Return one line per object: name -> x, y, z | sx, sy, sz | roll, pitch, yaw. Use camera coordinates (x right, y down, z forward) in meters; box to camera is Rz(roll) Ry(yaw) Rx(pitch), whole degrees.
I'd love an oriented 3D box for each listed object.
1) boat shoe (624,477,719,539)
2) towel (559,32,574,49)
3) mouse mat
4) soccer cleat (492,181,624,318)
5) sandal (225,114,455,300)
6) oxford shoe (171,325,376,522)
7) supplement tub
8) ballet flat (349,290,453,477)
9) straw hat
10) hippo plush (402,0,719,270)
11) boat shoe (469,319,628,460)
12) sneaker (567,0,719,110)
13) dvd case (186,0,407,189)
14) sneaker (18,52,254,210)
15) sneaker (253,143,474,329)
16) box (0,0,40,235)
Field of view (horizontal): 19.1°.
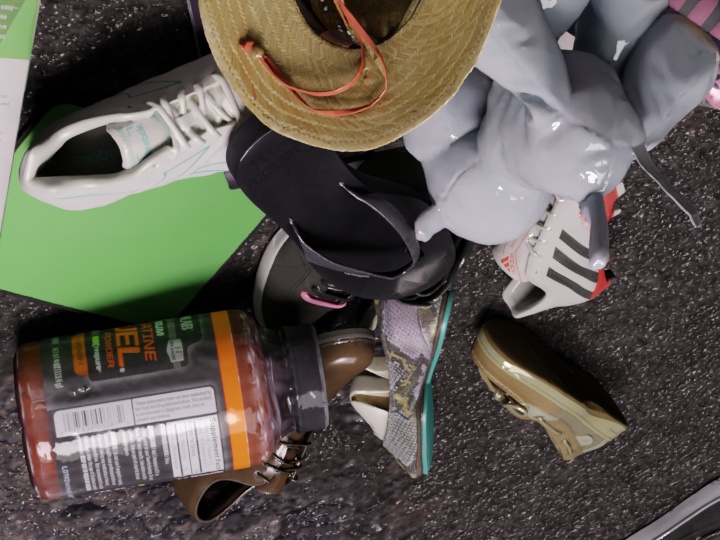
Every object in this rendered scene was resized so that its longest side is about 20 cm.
boat shoe -> 0.275, 0.258, 1.893 | 0.200, 0.057, 0.069 | -42, 140, 21
towel -> 0.139, -0.168, 1.338 | 0.199, 0.023, 0.153 | -20, 142, -6
mouse mat -> -0.156, -0.031, 1.353 | 0.199, 0.008, 0.161 | 18, 126, -40
soccer cleat -> 0.130, -0.035, 1.457 | 0.085, 0.069, 0.200 | -23, 148, -8
sandal -> -0.009, -0.027, 1.265 | 0.076, 0.043, 0.200 | -45, 140, 11
oxford shoe -> -0.055, 0.111, 1.499 | 0.200, 0.085, 0.072 | -41, 148, 29
supplement tub -> -0.123, 0.084, 1.407 | 0.199, 0.107, 0.107 | -9, 141, -7
ballet flat -> 0.026, 0.075, 1.544 | 0.072, 0.072, 0.201 | -13, 141, -14
straw hat -> 0.007, -0.169, 1.165 | 0.201, 0.201, 0.085 | -45, 168, 25
hippo plush -> 0.111, -0.085, 1.251 | 0.159, 0.201, 0.161 | -20, 169, -33
boat shoe -> 0.133, 0.096, 1.613 | 0.063, 0.073, 0.200 | -41, 148, 13
sneaker -> 0.201, -0.141, 1.320 | 0.199, 0.082, 0.070 | 11, 131, -37
dvd case -> -0.023, -0.135, 1.277 | 0.148, 0.016, 0.200 | -13, 140, -3
sneaker -> -0.104, -0.080, 1.224 | 0.199, 0.071, 0.080 | -23, -176, 6
sneaker -> 0.000, 0.000, 1.399 | 0.070, 0.099, 0.200 | 10, 132, -39
box -> -0.259, -0.072, 1.162 | 0.144, 0.036, 0.201 | 2, 112, -30
